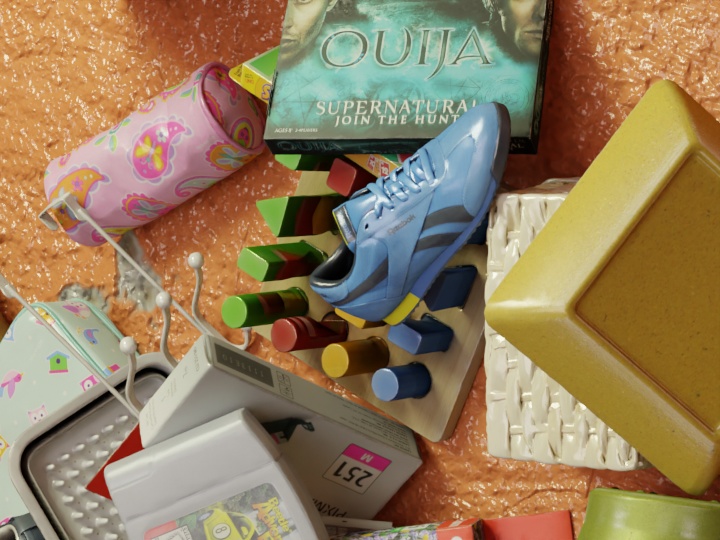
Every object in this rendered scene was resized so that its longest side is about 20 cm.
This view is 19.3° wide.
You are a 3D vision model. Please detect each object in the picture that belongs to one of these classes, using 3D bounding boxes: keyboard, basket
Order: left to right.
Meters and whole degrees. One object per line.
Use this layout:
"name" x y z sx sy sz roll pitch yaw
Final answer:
"keyboard" -0.069 0.199 1.617 0.198 0.056 0.011 5 57 3
"basket" 0.163 0.036 1.457 0.135 0.123 0.202 2 93 33

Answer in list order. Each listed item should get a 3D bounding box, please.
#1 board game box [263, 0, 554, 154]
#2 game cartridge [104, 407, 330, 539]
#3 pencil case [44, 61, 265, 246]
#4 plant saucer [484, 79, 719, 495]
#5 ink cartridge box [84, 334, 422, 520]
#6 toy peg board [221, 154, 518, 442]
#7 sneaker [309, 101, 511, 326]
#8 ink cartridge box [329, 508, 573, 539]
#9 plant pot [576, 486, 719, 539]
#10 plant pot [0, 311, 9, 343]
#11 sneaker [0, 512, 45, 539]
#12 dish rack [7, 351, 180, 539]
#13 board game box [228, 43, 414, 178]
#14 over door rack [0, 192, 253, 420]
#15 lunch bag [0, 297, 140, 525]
"board game box" 0.036 -0.148 1.524 0.198 0.028 0.136 1 65 17
"game cartridge" -0.088 0.209 1.522 0.132 0.041 0.201 -23 93 7
"pencil case" -0.164 -0.093 1.705 0.199 0.087 0.088 -29 77 31
"plant saucer" 0.214 0.014 1.357 0.200 0.048 0.200 39 84 -13
"ink cartridge box" -0.082 0.154 1.597 0.174 0.199 0.044 -51 30 24
"toy peg board" 0.000 0.000 1.585 0.198 0.097 0.201 30 110 30
"sneaker" 0.032 -0.042 1.462 0.201 0.078 0.066 -55 26 34
"ink cartridge box" 0.060 0.240 1.545 0.198 0.050 0.110 -9 88 12
"plant pot" 0.207 0.247 1.414 0.199 0.200 0.195 5 85 34
"plant pot" -0.399 0.038 1.830 0.200 0.186 0.187 38 113 13
"sneaker" -0.248 0.275 1.722 0.077 0.145 0.204 34 132 46
"dish rack" -0.173 0.184 1.670 0.201 0.171 0.043 60 155 -6
"board game box" 0.001 -0.125 1.578 0.199 0.095 0.030 33 136 30
"over door rack" -0.186 0.025 1.641 0.199 0.148 0.067 35 124 -1
"lunch bag" -0.254 0.138 1.781 0.160 0.077 0.201 43 116 20
